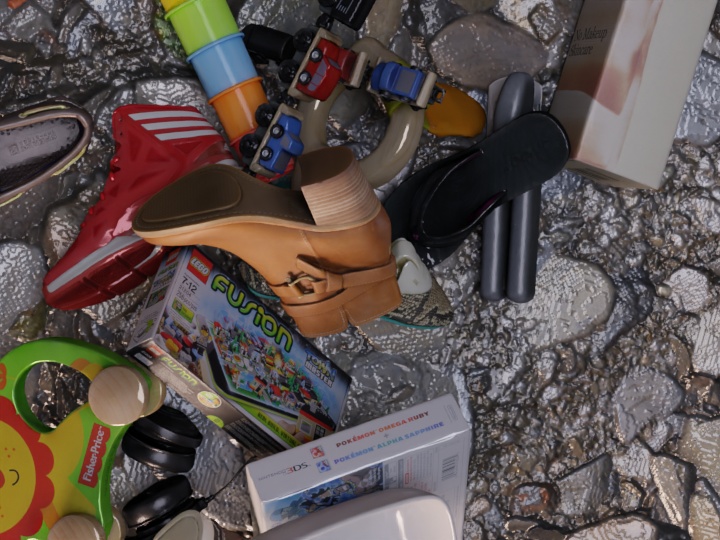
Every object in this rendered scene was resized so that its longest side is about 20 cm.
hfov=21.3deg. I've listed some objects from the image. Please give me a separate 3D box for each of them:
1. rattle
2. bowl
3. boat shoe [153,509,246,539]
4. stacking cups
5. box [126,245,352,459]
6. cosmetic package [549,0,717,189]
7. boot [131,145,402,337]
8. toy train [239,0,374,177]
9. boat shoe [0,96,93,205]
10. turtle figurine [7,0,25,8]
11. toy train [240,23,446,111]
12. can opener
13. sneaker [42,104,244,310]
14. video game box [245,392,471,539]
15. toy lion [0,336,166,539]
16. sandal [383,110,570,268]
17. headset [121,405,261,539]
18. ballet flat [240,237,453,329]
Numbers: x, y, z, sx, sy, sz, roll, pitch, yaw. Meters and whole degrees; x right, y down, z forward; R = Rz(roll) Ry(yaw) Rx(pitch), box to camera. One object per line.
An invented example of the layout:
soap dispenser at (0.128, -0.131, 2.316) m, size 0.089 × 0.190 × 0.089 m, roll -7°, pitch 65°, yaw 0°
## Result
rattle at (-0.004, -0.092, 1.650) m, size 0.130 × 0.143 × 0.201 m, roll 37°, pitch 101°, yaw 18°
bowl at (-0.020, 0.272, 1.517) m, size 0.199 × 0.075 × 0.201 m, roll -18°, pitch 115°, yaw -27°
boat shoe at (-0.171, 0.267, 1.575) m, size 0.059 × 0.072 × 0.200 m, roll 27°, pitch 127°, yaw -34°
stacking cups at (-0.108, -0.170, 1.587) m, size 0.060 × 0.060 × 0.201 m, roll -27°, pitch 90°, yaw -11°
box at (-0.097, 0.079, 1.582) m, size 0.200 × 0.035 × 0.111 m, roll 41°, pitch 44°, yaw -26°
cosmetic package at (0.234, -0.179, 1.667) m, size 0.087 × 0.103 × 0.202 m, roll 18°, pitch 88°, yaw -15°
boot at (-0.070, -0.009, 1.528) m, size 0.198 × 0.074 × 0.155 m, roll -9°, pitch 130°, yaw 15°
toy train at (-0.038, -0.159, 1.529) m, size 0.046 × 0.034 × 0.201 m, roll 30°, pitch 96°, yaw 23°
boat shoe at (-0.308, -0.082, 1.550) m, size 0.199 × 0.059 × 0.072 m, roll -25°, pitch 99°, yaw -11°
turtle figurine at (-0.242, -0.321, 1.558) m, size 0.200 × 0.064 × 0.162 m, roll -40°, pitch 102°, yaw -9°
toy train at (-0.018, -0.170, 1.572) m, size 0.199 × 0.046 × 0.034 m, roll 19°, pitch 84°, yaw 30°
can opener at (0.127, -0.072, 1.666) m, size 0.052 × 0.066 × 0.202 m, roll 5°, pitch 98°, yaw 30°
sneaker at (-0.196, -0.061, 1.596) m, size 0.199 × 0.078 × 0.116 m, roll -33°, pitch 70°, yaw 3°
video game box at (-0.001, 0.198, 1.595) m, size 0.181 × 0.201 × 0.047 m, roll -20°, pitch 56°, yaw -14°
toy lion at (-0.274, 0.146, 1.554) m, size 0.190 × 0.069 × 0.202 m, roll 19°, pitch 98°, yaw 10°
sandal at (0.087, -0.066, 1.624) m, size 0.200 × 0.048 × 0.076 m, roll -37°, pitch 93°, yaw 22°
headset at (-0.164, 0.171, 1.616) m, size 0.198 × 0.094 × 0.125 m, roll -1°, pitch 96°, yaw 1°
ballet flat at (0.000, 0.000, 1.605) m, size 0.198 × 0.068 × 0.076 m, roll 12°, pitch 125°, yaw -21°
